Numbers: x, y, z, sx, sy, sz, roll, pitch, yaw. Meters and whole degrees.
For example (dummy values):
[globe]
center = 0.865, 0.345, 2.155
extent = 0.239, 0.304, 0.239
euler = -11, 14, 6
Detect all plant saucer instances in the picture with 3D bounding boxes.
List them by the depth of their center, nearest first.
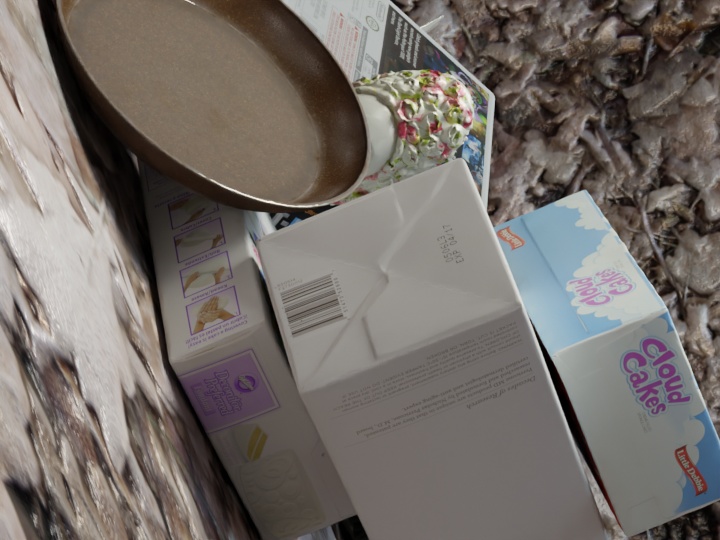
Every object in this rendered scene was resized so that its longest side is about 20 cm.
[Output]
[plant saucer]
center = -0.084, -0.102, 1.297
extent = 0.199, 0.032, 0.201
euler = 27, 34, -21

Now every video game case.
[video game case]
center = 0.012, -0.117, 1.523
extent = 0.182, 0.023, 0.200
euler = 40, 26, -17

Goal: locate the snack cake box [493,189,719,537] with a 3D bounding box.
[snack cake box]
center = 0.134, 0.046, 1.315
extent = 0.200, 0.067, 0.116
euler = -110, 178, -69

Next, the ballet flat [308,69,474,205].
[ballet flat]
center = -0.031, -0.067, 1.393
extent = 0.064, 0.199, 0.076
euler = -13, 87, -65

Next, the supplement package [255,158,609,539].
[supplement package]
center = 0.040, 0.068, 1.248
extent = 0.122, 0.119, 0.201
euler = -109, 177, -48

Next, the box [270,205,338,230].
[box]
center = 0.000, 0.000, 1.536
extent = 0.197, 0.050, 0.200
euler = 24, -8, 14

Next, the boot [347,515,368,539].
[boot]
center = 0.048, 0.249, 1.654
extent = 0.182, 0.072, 0.201
euler = -99, 174, -62

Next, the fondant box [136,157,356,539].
[fondant box]
center = -0.064, 0.030, 1.311
extent = 0.201, 0.058, 0.145
euler = -107, 175, -53

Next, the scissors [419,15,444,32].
[scissors]
center = -0.014, -0.140, 1.724
extent = 0.014, 0.200, 0.073
euler = 22, -28, 48
